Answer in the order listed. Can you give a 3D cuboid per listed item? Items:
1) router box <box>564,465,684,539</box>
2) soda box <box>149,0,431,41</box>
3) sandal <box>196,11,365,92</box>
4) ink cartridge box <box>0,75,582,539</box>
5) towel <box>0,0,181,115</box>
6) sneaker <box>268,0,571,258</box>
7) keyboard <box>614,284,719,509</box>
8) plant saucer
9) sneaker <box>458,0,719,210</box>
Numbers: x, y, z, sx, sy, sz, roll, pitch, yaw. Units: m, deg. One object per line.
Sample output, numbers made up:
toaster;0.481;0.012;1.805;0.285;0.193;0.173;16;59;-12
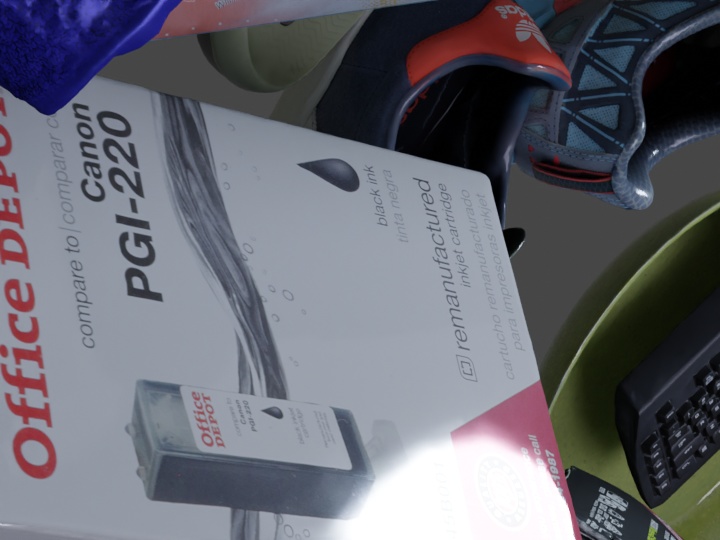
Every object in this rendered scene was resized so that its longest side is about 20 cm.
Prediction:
router box;0.041;0.169;0.946;0.200;0.062;0.150;-57;174;6
soda box;-0.006;-0.111;0.738;0.200;0.068;0.064;-10;126;-16
sandal;0.030;-0.131;0.817;0.201;0.057;0.080;-55;142;-4
ink cartridge box;-0.049;0.033;0.723;0.200;0.146;0.085;11;142;-35
towel;-0.091;-0.148;0.626;0.200;0.050;0.148;41;84;-24
sneaker;0.000;0.000;0.865;0.075;0.084;0.200;7;113;-48
keyboard;0.177;0.007;1.039;0.200;0.040;0.104;-44;141;-14
plant saucer;0.129;0.046;1.075;0.200;0.031;0.200;-26;134;-30
sneaker;0.128;-0.087;0.922;0.200;0.095;0.079;-41;140;-16
